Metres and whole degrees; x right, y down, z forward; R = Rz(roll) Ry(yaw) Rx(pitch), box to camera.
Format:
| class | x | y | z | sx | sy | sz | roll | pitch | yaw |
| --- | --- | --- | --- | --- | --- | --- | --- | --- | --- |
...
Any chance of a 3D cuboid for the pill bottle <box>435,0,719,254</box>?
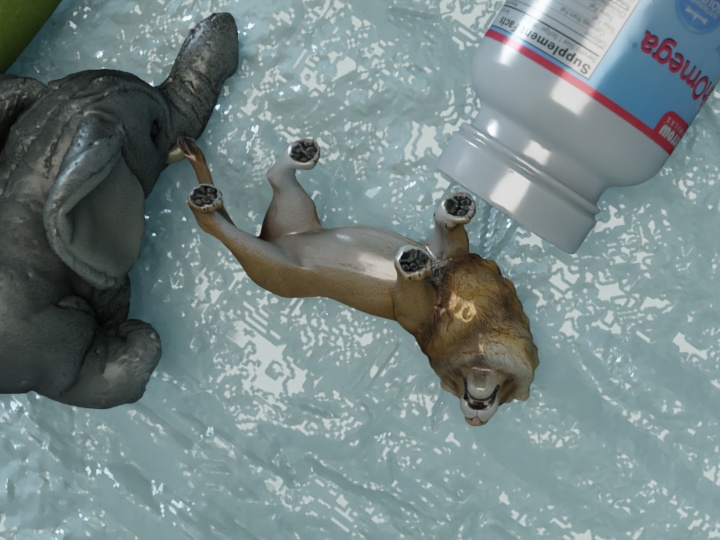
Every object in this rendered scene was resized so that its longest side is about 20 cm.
| class | x | y | z | sx | sy | sz | roll | pitch | yaw |
| --- | --- | --- | --- | --- | --- | --- | --- | --- | --- |
| pill bottle | 0.123 | -0.113 | 0.709 | 0.108 | 0.109 | 0.201 | 33 | 97 | 8 |

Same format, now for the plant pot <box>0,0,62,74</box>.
| class | x | y | z | sx | sy | sz | roll | pitch | yaw |
| --- | --- | --- | --- | --- | --- | --- | --- | --- | --- |
| plant pot | -0.244 | -0.148 | 0.755 | 0.200 | 0.187 | 0.188 | -35 | 85 | -6 |

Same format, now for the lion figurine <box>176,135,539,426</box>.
| class | x | y | z | sx | sy | sz | roll | pitch | yaw |
| --- | --- | --- | --- | --- | --- | --- | --- | --- | --- |
| lion figurine | 0.000 | 0.000 | 0.744 | 0.199 | 0.123 | 0.073 | 26 | 66 | 19 |

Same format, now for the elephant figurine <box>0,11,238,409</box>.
| class | x | y | z | sx | sy | sz | roll | pitch | yaw |
| --- | --- | --- | --- | --- | --- | --- | --- | --- | --- |
| elephant figurine | -0.150 | -0.042 | 0.738 | 0.141 | 0.155 | 0.201 | 14 | 104 | -6 |
